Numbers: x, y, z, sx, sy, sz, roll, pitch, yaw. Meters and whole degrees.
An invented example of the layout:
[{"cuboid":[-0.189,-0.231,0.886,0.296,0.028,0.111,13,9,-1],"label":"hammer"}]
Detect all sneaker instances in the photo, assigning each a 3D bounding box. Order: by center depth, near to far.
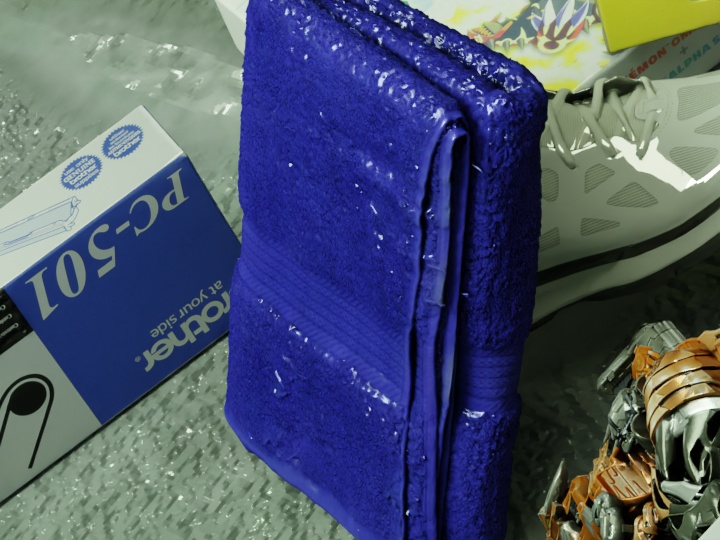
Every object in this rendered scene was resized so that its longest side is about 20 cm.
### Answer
[{"cuboid":[0.068,-0.047,1.086,0.200,0.115,0.076,-30,27,24],"label":"sneaker"}]

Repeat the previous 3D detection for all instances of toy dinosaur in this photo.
[{"cuboid":[0.121,0.067,0.962,0.102,0.200,0.136,-12,62,-14],"label":"toy dinosaur"}]

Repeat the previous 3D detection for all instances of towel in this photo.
[{"cuboid":[0.000,0.000,1.058,0.049,0.201,0.148,-21,38,-38],"label":"towel"}]

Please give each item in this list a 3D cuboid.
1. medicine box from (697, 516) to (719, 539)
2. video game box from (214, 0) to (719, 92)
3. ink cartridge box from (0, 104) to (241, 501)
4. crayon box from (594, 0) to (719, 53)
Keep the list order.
[{"cuboid":[0.219,0.095,0.850,0.182,0.200,0.103,-46,40,-16],"label":"medicine box"},{"cuboid":[0.060,-0.120,1.242,0.182,0.047,0.200,-40,45,-9],"label":"video game box"},{"cuboid":[-0.141,0.031,1.177,0.200,0.094,0.044,-37,44,-7],"label":"ink cartridge box"},{"cuboid":[0.129,-0.199,1.148,0.127,0.201,0.051,-14,9,5],"label":"crayon box"}]
